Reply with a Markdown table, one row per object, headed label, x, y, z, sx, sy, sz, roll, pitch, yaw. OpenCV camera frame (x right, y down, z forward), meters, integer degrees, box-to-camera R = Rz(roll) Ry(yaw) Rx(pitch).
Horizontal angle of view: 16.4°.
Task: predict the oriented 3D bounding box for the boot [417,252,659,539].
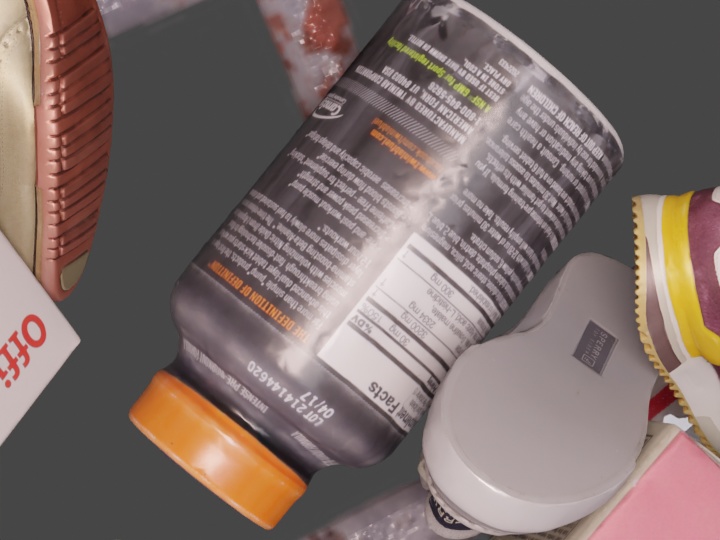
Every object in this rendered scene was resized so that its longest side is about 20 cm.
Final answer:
| label | x | y | z | sx | sy | sz | roll | pitch | yaw |
| --- | --- | --- | --- | --- | --- | --- | --- | --- | --- |
| boot | 0.055 | 0.068 | 0.903 | 0.073 | 0.200 | 0.096 | 38 | 117 | 7 |

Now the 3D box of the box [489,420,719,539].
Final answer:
| label | x | y | z | sx | sy | sz | roll | pitch | yaw |
| --- | --- | --- | --- | --- | --- | --- | --- | --- | --- |
| box | 0.079 | 0.164 | 0.941 | 0.109 | 0.128 | 0.200 | 42 | 83 | -5 |

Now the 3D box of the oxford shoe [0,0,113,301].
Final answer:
| label | x | y | z | sx | sy | sz | roll | pitch | yaw |
| --- | --- | --- | --- | --- | --- | --- | --- | --- | --- |
| oxford shoe | -0.136 | -0.087 | 0.923 | 0.073 | 0.071 | 0.201 | -2 | 100 | 11 |

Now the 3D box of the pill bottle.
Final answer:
| label | x | y | z | sx | sy | sz | roll | pitch | yaw |
| --- | --- | --- | --- | --- | --- | --- | --- | --- | --- |
| pill bottle | 0.000 | 0.000 | 0.941 | 0.106 | 0.106 | 0.200 | 40 | 87 | -17 |

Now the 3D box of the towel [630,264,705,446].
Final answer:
| label | x | y | z | sx | sy | sz | roll | pitch | yaw |
| --- | --- | --- | --- | --- | --- | --- | --- | --- | --- |
| towel | 0.159 | 0.084 | 1.041 | 0.144 | 0.023 | 0.200 | -36 | 106 | -7 |

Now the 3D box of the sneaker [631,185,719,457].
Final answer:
| label | x | y | z | sx | sy | sz | roll | pitch | yaw |
| --- | --- | --- | --- | --- | --- | --- | --- | --- | --- |
| sneaker | 0.164 | 0.023 | 0.925 | 0.090 | 0.200 | 0.075 | -6 | 72 | 20 |

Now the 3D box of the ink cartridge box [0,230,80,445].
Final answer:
| label | x | y | z | sx | sy | sz | roll | pitch | yaw |
| --- | --- | --- | --- | --- | --- | --- | --- | --- | --- |
| ink cartridge box | -0.206 | 0.000 | 0.856 | 0.084 | 0.146 | 0.200 | -22 | 113 | 35 |
